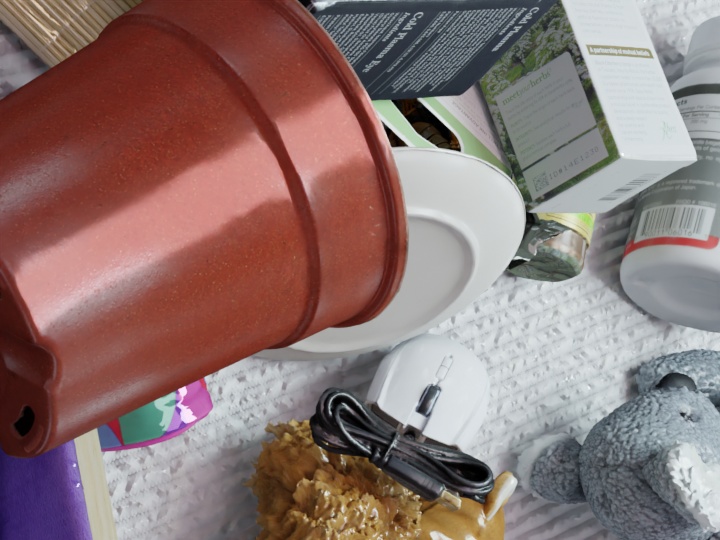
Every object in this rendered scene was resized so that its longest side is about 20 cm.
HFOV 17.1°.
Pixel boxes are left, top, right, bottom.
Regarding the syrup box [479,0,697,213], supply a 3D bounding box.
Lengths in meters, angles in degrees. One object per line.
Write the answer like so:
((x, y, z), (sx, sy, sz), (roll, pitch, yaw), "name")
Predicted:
((0.116, -0.140, 1.422), (0.081, 0.079, 0.200), (-2, 68, -47), "syrup box")

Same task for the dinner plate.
((0.000, 0.000, 1.356), (0.200, 0.200, 0.024), (18, 42, -42), "dinner plate")

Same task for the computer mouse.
((0.038, 0.075, 1.414), (0.110, 0.044, 0.200), (26, 19, 1), "computer mouse")

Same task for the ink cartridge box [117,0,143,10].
((-0.093, -0.226, 1.396), (0.200, 0.043, 0.198), (22, 71, -40), "ink cartridge box")

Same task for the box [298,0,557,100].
((-0.021, -0.199, 1.310), (0.182, 0.104, 0.200), (-7, 65, -40), "box")

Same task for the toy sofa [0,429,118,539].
((-0.175, 0.115, 1.198), (0.098, 0.083, 0.200), (12, 57, -47), "toy sofa")

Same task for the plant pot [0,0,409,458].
((-0.115, -0.021, 1.143), (0.195, 0.201, 0.201), (-30, 106, -31), "plant pot")

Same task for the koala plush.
((0.217, 0.139, 1.566), (0.200, 0.177, 0.184), (12, 86, -47), "koala plush")

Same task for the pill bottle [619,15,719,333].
((0.255, -0.068, 1.665), (0.114, 0.114, 0.200), (35, 61, -36), "pill bottle")

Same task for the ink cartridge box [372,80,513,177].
((0.041, -0.128, 1.433), (0.146, 0.048, 0.200), (42, 44, -20), "ink cartridge box")

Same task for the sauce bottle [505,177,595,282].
((0.134, -0.094, 1.585), (0.065, 0.065, 0.200), (27, 66, -39), "sauce bottle")

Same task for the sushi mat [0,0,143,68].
((-0.145, -0.152, 1.315), (0.096, 0.012, 0.200), (-45, 115, -1), "sushi mat")

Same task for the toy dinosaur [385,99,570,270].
((0.043, -0.050, 1.492), (0.200, 0.102, 0.136), (-36, 95, -22), "toy dinosaur")

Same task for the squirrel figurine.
((0.019, 0.170, 1.391), (0.200, 0.141, 0.187), (60, 43, -24), "squirrel figurine")

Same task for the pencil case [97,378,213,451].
((-0.143, -0.002, 1.292), (0.088, 0.088, 0.200), (-22, 98, -44), "pencil case")
